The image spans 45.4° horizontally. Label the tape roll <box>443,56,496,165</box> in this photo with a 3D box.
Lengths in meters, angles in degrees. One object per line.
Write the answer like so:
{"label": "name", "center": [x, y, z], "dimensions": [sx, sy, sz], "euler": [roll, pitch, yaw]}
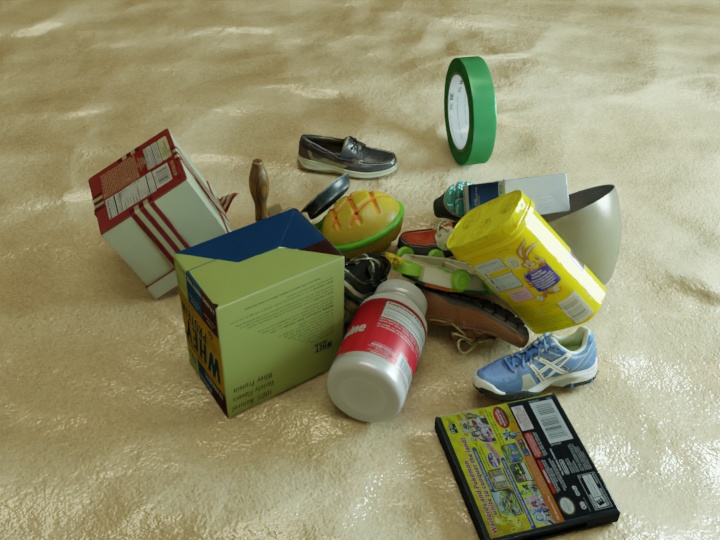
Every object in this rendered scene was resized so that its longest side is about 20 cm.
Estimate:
{"label": "tape roll", "center": [0.208, -0.305, 1.649], "dimensions": [0.047, 0.203, 0.202], "euler": [-6, 40, -10]}

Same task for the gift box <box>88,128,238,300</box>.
{"label": "gift box", "center": [-0.297, -0.086, 1.377], "dimensions": [0.198, 0.188, 0.186], "euler": [-27, 45, 3]}

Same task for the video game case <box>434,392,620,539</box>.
{"label": "video game case", "center": [0.210, 0.256, 1.117], "dimensions": [0.177, 0.026, 0.201], "euler": [-9, 42, -12]}

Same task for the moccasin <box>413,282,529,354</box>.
{"label": "moccasin", "center": [0.158, 0.079, 1.291], "dimensions": [0.198, 0.079, 0.073], "euler": [17, 10, 25]}

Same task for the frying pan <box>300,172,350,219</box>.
{"label": "frying pan", "center": [-0.066, -0.118, 1.504], "dimensions": [0.115, 0.190, 0.031], "euler": [-40, 89, -14]}

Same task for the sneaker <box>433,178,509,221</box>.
{"label": "sneaker", "center": [0.213, -0.118, 1.527], "dimensions": [0.197, 0.091, 0.079], "euler": [4, 80, -28]}

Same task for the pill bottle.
{"label": "pill bottle", "center": [0.032, 0.107, 1.222], "dimensions": [0.110, 0.114, 0.201], "euler": [12, 40, 13]}

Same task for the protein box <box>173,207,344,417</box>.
{"label": "protein box", "center": [-0.138, 0.057, 1.209], "dimensions": [0.196, 0.203, 0.135], "euler": [-23, 45, -26]}

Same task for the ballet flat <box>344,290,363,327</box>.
{"label": "ballet flat", "center": [-0.063, 0.031, 1.349], "dimensions": [0.070, 0.072, 0.200], "euler": [-18, 32, -21]}

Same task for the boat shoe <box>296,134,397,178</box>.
{"label": "boat shoe", "center": [-0.026, -0.225, 1.655], "dimensions": [0.196, 0.066, 0.072], "euler": [7, 38, 6]}

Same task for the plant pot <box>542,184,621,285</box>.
{"label": "plant pot", "center": [0.329, -0.034, 1.359], "dimensions": [0.197, 0.136, 0.200], "euler": [-23, 8, 3]}

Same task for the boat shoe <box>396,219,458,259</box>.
{"label": "boat shoe", "center": [0.159, -0.057, 1.461], "dimensions": [0.196, 0.063, 0.072], "euler": [0, 41, 1]}

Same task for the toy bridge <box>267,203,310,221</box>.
{"label": "toy bridge", "center": [-0.115, -0.071, 1.440], "dimensions": [0.027, 0.068, 0.200], "euler": [-25, 16, -14]}

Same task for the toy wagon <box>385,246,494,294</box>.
{"label": "toy wagon", "center": [0.119, 0.000, 1.342], "dimensions": [0.197, 0.040, 0.154], "euler": [4, 12, -36]}

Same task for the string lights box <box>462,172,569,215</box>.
{"label": "string lights box", "center": [0.240, -0.114, 1.361], "dimensions": [0.101, 0.060, 0.200], "euler": [-8, 5, -11]}

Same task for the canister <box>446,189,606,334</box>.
{"label": "canister", "center": [0.240, -0.006, 1.244], "dimensions": [0.148, 0.200, 0.087], "euler": [-21, 30, 54]}

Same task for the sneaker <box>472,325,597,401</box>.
{"label": "sneaker", "center": [0.247, 0.128, 1.221], "dimensions": [0.197, 0.078, 0.076], "euler": [-12, 30, -19]}

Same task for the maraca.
{"label": "maraca", "center": [-0.016, -0.073, 1.449], "dimensions": [0.197, 0.108, 0.138], "euler": [-10, 29, 30]}

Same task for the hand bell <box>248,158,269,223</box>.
{"label": "hand bell", "center": [-0.161, -0.090, 1.385], "dimensions": [0.102, 0.203, 0.105], "euler": [0, 39, 0]}

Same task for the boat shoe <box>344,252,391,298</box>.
{"label": "boat shoe", "center": [0.000, 0.000, 1.301], "dimensions": [0.071, 0.068, 0.200], "euler": [36, 9, 14]}
